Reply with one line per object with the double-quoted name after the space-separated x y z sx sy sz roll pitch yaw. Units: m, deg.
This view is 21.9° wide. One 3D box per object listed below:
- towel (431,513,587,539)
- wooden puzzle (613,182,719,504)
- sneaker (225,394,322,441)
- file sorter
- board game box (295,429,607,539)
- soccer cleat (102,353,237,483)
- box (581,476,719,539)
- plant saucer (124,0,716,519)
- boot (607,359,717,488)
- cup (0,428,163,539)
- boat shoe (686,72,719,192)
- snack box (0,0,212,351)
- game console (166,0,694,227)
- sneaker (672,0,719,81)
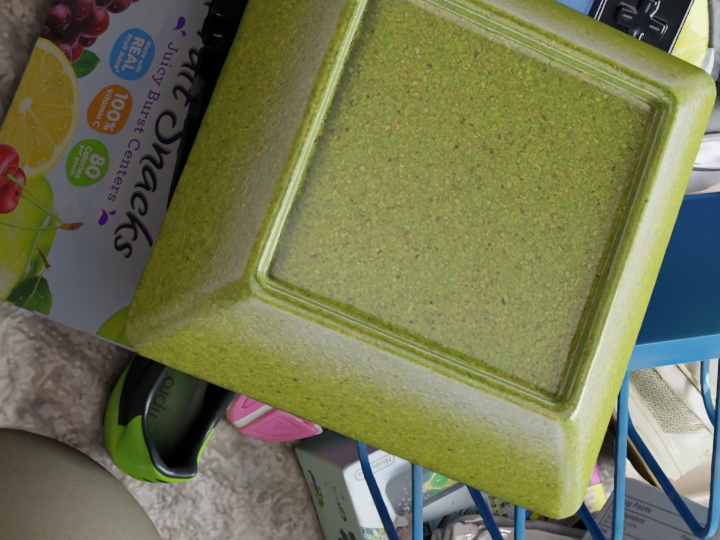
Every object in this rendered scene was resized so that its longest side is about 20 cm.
0.108 0.203 0.971 0.199 0.034 0.133 16 89 -29 "towel"
0.214 0.026 1.074 0.184 0.046 0.201 -7 93 -26 "wooden puzzle"
0.000 0.000 0.947 0.200 0.088 0.074 -48 129 9 "sneaker"
0.100 0.054 0.865 0.199 0.139 0.123 -7 117 -10 "file sorter"
0.066 0.160 0.998 0.147 0.064 0.201 -24 107 -23 "board game box"
-0.067 0.010 0.904 0.067 0.081 0.201 22 85 -27 "soccer cleat"
0.125 0.210 0.909 0.078 0.095 0.200 41 78 -27 "box"
0.035 -0.028 0.723 0.199 0.048 0.201 22 79 -12 "plant saucer"
0.170 -0.005 0.979 0.155 0.073 0.201 -31 97 -2 "boot"
-0.156 0.182 0.840 0.199 0.143 0.201 -3 96 -26 "cup"
0.220 -0.092 1.033 0.199 0.072 0.066 -4 141 -24 "boat shoe"
-0.088 -0.064 0.857 0.142 0.053 0.201 19 85 17 "snack box"
0.038 -0.079 0.764 0.199 0.118 0.171 17 111 -13 "game console"
0.114 -0.163 0.841 0.076 0.075 0.201 -25 114 -23 "sneaker"
